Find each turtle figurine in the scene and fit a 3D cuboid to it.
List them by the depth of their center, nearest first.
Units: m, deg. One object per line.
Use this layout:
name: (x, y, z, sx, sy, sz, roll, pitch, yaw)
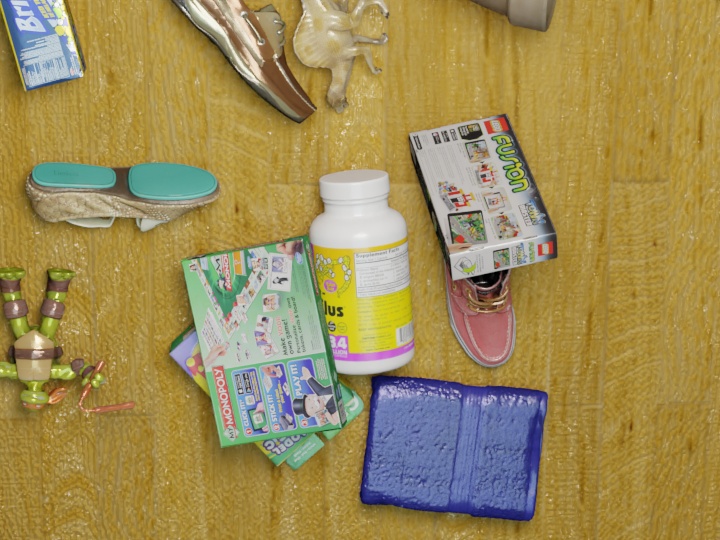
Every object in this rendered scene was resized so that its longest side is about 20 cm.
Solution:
turtle figurine: (-0.331, 0.080, 1.755, 0.198, 0.064, 0.163, 3, 95, 2)

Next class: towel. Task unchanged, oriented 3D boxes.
towel: (0.101, 0.193, 1.840, 0.198, 0.050, 0.149, 6, 95, -7)

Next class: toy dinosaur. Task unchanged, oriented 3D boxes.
toy dinosaur: (-0.027, -0.255, 1.703, 0.101, 0.058, 0.201, -27, 114, -10)

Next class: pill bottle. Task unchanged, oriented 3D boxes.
pill bottle: (0.000, 0.000, 1.751, 0.103, 0.104, 0.202, -5, 103, -5)

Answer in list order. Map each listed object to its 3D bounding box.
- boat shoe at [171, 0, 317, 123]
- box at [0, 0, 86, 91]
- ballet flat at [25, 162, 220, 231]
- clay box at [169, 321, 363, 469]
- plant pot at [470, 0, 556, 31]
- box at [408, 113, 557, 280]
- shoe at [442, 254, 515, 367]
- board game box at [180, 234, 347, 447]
boat shoe: (-0.110, -0.238, 1.699, 0.074, 0.076, 0.200, -43, 105, 2)
box: (-0.329, -0.285, 1.665, 0.064, 0.070, 0.201, -14, 104, -4)
ballet flat: (-0.245, -0.075, 1.737, 0.198, 0.071, 0.066, 4, 130, -4)
clay box: (-0.096, 0.117, 1.797, 0.115, 0.048, 0.200, -42, 102, 6)
plant pot: (0.118, -0.349, 1.653, 0.172, 0.200, 0.201, 12, 102, 9)
box: (0.122, -0.078, 1.700, 0.109, 0.201, 0.035, -11, 132, -3)
shoe: (0.127, 0.020, 1.773, 0.071, 0.091, 0.201, -14, 108, -3)
board game box: (-0.099, 0.074, 1.729, 0.134, 0.029, 0.201, -9, 98, 14)
